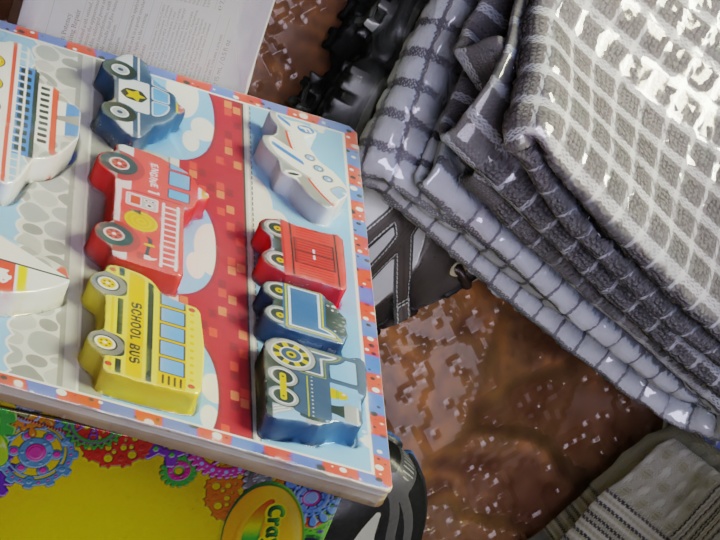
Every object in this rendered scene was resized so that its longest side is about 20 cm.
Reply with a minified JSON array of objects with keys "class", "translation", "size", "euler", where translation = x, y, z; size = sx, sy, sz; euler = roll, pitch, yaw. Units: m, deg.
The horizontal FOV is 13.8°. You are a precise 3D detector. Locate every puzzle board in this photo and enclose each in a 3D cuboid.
[{"class":"puzzle board","translation":[-0.066,-0.014,0.890],"size":[0.151,0.200,0.017],"euler":[17,120,-14]}]

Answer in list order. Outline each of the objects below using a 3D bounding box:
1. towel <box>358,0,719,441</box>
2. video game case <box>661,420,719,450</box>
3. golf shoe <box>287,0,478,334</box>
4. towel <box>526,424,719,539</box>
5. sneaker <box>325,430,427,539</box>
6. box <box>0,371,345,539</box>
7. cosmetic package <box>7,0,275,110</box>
[{"class":"towel","translation":[0.112,-0.055,1.044],"size":[0.200,0.086,0.166],"euler":[39,67,-32]},{"class":"video game case","translation":[0.180,0.097,1.157],"size":[0.143,0.018,0.200],"euler":[7,95,-18]},{"class":"golf shoe","translation":[0.000,0.000,1.056],"size":[0.094,0.078,0.200],"euler":[29,89,-19]},{"class":"towel","translation":[0.076,0.143,1.030],"size":[0.193,0.200,0.035],"euler":[-43,113,-2]},{"class":"sneaker","translation":[-0.037,0.146,1.060],"size":[0.071,0.083,0.200],"euler":[38,85,-19]},{"class":"box","translation":[-0.107,0.082,0.939],"size":[0.122,0.193,0.200],"euler":[13,117,-19]},{"class":"cosmetic package","translation":[-0.073,-0.090,0.990],"size":[0.082,0.051,0.200],"euler":[13,119,-13]}]
